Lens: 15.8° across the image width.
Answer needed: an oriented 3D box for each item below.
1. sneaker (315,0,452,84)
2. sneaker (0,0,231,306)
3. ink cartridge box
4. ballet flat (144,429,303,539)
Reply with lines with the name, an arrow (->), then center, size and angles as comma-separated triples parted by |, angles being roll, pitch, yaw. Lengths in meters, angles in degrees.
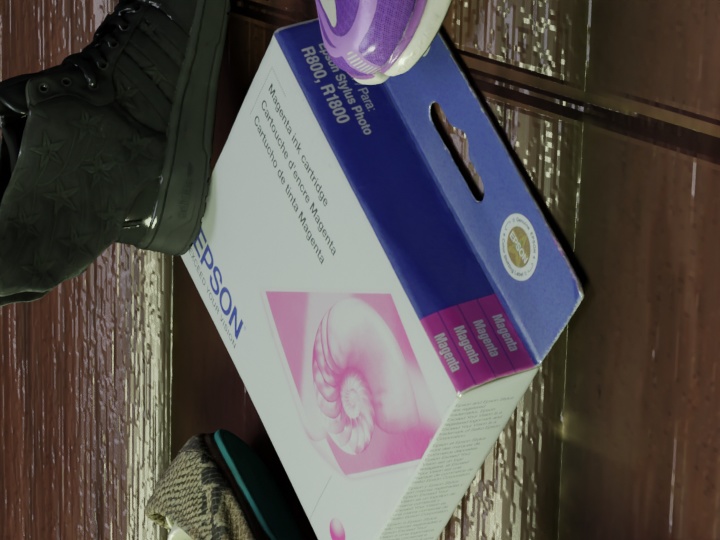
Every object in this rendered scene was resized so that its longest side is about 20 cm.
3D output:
sneaker -> -0.019, -0.172, 1.034 | 0.081, 0.083, 0.201 | -16, 83, 51
sneaker -> -0.119, -0.078, 1.164 | 0.060, 0.104, 0.201 | 153, 123, -67
ink cartridge box -> 0.000, 0.000, 1.090 | 0.197, 0.043, 0.200 | 62, 145, 31
ballet flat -> -0.041, 0.149, 1.159 | 0.075, 0.068, 0.200 | -48, 42, 4
